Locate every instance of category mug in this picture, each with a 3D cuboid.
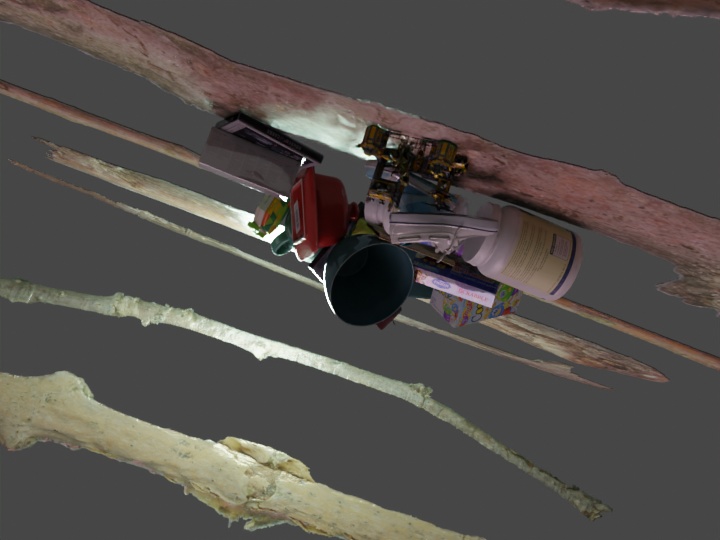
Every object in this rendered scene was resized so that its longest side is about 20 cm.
[{"bbox_3d":[-0.123,-0.094,1.875,0.151,0.186,0.115,33,170,15],"label":"mug"}]

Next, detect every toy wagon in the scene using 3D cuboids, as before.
[{"bbox_3d":[-0.205,-0.149,1.814,0.039,0.156,0.200,31,172,8],"label":"toy wagon"}]

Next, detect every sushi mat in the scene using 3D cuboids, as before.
[{"bbox_3d":[0.109,-0.058,1.617,0.198,0.012,0.096,19,-167,-25],"label":"sushi mat"}]

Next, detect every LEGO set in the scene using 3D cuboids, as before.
[{"bbox_3d":[0.081,-0.163,1.330,0.197,0.117,0.154,17,170,9],"label":"LEGO set"}]

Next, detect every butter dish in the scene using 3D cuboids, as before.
[{"bbox_3d":[-0.074,-0.131,1.701,0.146,0.203,0.199,-3,175,-18],"label":"butter dish"}]

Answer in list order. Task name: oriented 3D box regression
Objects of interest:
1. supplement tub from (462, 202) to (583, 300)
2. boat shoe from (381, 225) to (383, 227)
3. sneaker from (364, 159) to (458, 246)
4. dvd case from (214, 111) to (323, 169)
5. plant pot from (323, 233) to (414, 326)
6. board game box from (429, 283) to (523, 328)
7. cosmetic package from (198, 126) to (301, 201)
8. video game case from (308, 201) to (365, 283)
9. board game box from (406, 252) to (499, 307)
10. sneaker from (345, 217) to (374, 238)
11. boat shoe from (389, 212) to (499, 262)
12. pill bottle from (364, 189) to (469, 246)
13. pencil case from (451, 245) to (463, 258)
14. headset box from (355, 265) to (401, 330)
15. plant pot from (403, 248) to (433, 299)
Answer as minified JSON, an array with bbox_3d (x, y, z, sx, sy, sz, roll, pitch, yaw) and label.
[{"bbox_3d":[0.314,-0.039,1.469,0.198,0.147,0.145,21,170,-11],"label":"supplement tub"},{"bbox_3d":[0.070,-0.103,1.801,0.070,0.071,0.200,18,172,-15],"label":"boat shoe"},{"bbox_3d":[0.074,-0.124,1.447,0.198,0.132,0.079,28,-175,19],"label":"sneaker"},{"bbox_3d":[-0.192,-0.265,1.569,0.198,0.025,0.150,26,168,-27],"label":"dvd case"},{"bbox_3d":[0.000,0.000,1.641,0.199,0.201,0.135,27,-166,-37],"label":"plant pot"},{"bbox_3d":[0.278,0.048,1.775,0.198,0.104,0.105,-10,-142,-32],"label":"board game box"},{"bbox_3d":[-0.231,-0.221,1.575,0.198,0.084,0.051,22,173,-9],"label":"cosmetic package"},{"bbox_3d":[-0.044,-0.066,1.850,0.019,0.201,0.143,36,174,16],"label":"video game case"},{"bbox_3d":[0.226,-0.012,1.710,0.198,0.042,0.200,19,-147,9],"label":"board game box"},{"bbox_3d":[0.002,-0.069,1.838,0.074,0.083,0.200,55,180,20],"label":"sneaker"},{"bbox_3d":[0.149,-0.059,1.366,0.199,0.087,0.075,3,-172,7],"label":"boat shoe"},{"bbox_3d":[0.112,-0.116,1.534,0.198,0.113,0.112,15,169,20],"label":"pill bottle"},{"bbox_3d":[0.235,-0.068,1.656,0.197,0.085,0.086,18,135,-7],"label":"pencil case"},{"bbox_3d":[0.022,0.059,1.883,0.200,0.077,0.149,47,-177,-3],"label":"headset box"},{"bbox_3d":[0.175,0.000,1.883,0.197,0.143,0.141,11,-173,-6],"label":"plant pot"}]
